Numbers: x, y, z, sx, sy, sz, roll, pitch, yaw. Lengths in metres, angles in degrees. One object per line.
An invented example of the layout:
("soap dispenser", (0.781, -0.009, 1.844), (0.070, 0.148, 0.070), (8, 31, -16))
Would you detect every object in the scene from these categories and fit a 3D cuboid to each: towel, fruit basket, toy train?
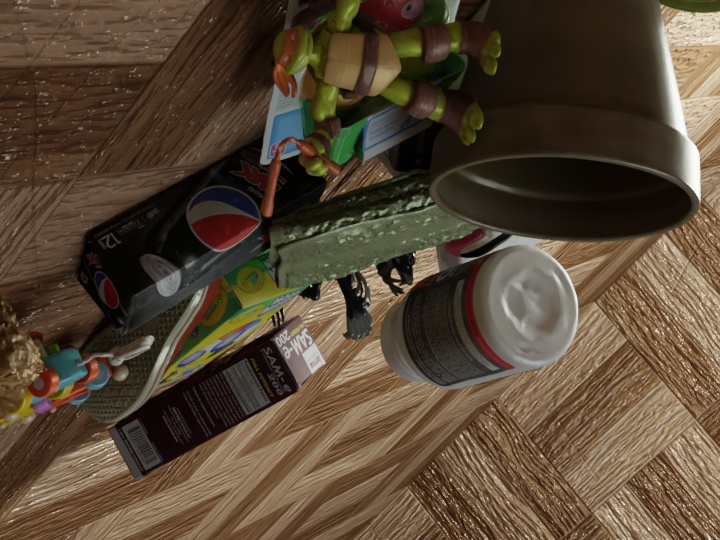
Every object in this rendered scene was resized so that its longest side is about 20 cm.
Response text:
("towel", (0.019, -0.036, 1.268), (0.197, 0.037, 0.149), (-18, 166, -4))
("fruit basket", (0.015, -0.171, 1.106), (0.184, 0.094, 0.201), (-29, 157, -31))
("toy train", (-0.242, 0.076, 1.224), (0.149, 0.056, 0.200), (-25, 175, -28))

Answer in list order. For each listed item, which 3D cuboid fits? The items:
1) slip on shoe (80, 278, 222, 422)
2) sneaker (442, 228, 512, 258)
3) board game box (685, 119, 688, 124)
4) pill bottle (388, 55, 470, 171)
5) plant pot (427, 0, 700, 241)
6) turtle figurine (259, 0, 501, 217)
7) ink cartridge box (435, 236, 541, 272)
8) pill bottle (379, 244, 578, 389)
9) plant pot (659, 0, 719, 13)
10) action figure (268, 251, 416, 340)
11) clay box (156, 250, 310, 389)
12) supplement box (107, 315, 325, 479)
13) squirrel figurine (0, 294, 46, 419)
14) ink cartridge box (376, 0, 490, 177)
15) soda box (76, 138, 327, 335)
("slip on shoe", (-0.181, 0.056, 1.336), (0.201, 0.074, 0.061), (-53, 165, 26))
("sneaker", (0.158, -0.074, 1.408), (0.200, 0.074, 0.088), (-45, 140, -11))
("board game box", (0.263, -0.192, 1.618), (0.045, 0.135, 0.200), (-44, 166, 20))
("pill bottle", (0.124, -0.132, 1.287), (0.197, 0.108, 0.106), (2, 160, -2))
("plant pot", (0.154, -0.131, 1.136), (0.197, 0.176, 0.200), (6, 164, 2))
("turtle figurine", (0.005, -0.128, 1.023), (0.064, 0.159, 0.203), (-145, -115, -68))
("ink cartridge box", (0.154, -0.090, 1.492), (0.199, 0.044, 0.175), (-35, 143, -17))
("pill bottle", (0.102, 0.050, 1.440), (0.110, 0.112, 0.199), (-31, -175, -33))
("plant pot", (0.219, -0.303, 1.106), (0.200, 0.201, 0.189), (-46, 153, 24))
("action figure", (0.000, 0.000, 1.448), (0.199, 0.103, 0.119), (-15, -165, 44))
("clay box", (-0.127, 0.040, 1.407), (0.199, 0.048, 0.114), (-37, 171, 35))
("supplement box", (-0.141, 0.125, 1.530), (0.198, 0.061, 0.109), (-29, -177, 16))
("squirrel figurine", (-0.298, 0.093, 1.002), (0.199, 0.142, 0.187), (-30, 170, -27))
("ink cartridge box", (0.121, -0.163, 1.427), (0.200, 0.084, 0.145), (-47, 165, 28))
("soda box", (-0.124, -0.033, 1.222), (0.199, 0.063, 0.071), (-33, 165, -31))
